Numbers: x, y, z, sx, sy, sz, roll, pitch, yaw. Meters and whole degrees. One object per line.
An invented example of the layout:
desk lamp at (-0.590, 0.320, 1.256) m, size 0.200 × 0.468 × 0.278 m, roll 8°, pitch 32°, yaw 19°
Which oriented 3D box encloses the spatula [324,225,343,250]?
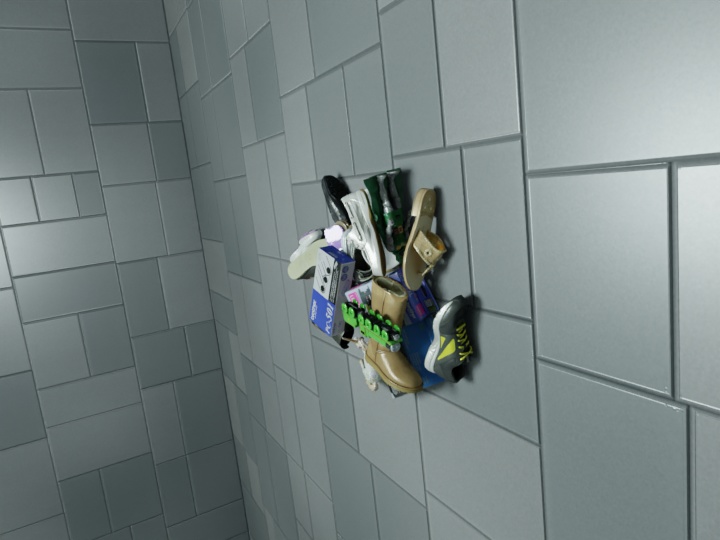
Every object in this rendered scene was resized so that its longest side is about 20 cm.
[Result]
spatula at (-0.032, -0.017, 1.336) m, size 0.056 × 0.021 × 0.200 m, roll -20°, pitch 101°, yaw 31°

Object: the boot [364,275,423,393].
boot at (0.074, 0.136, 1.118) m, size 0.175 × 0.066 × 0.200 m, roll 30°, pitch 124°, yaw 39°

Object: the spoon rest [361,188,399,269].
spoon rest at (0.043, -0.099, 1.208) m, size 0.061 × 0.099 × 0.200 m, roll 114°, pitch 147°, yaw -75°

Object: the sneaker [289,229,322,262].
sneaker at (-0.146, -0.055, 1.619) m, size 0.100 × 0.075 × 0.200 m, roll 51°, pitch 146°, yaw 9°

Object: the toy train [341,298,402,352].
toy train at (0.021, 0.114, 1.108) m, size 0.200 × 0.042 × 0.057 m, roll 29°, pitch 133°, yaw 54°

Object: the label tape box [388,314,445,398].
label tape box at (0.115, 0.199, 1.206) m, size 0.200 × 0.066 × 0.144 m, roll -45°, pitch 61°, yaw 60°

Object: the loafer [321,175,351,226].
loafer at (-0.055, -0.159, 1.386) m, size 0.070 × 0.068 × 0.201 m, roll -49°, pitch 60°, yaw 47°

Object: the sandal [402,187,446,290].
sandal at (0.138, -0.055, 1.060) m, size 0.070 × 0.078 × 0.212 m, roll 15°, pitch 105°, yaw 40°

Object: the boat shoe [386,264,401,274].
boat shoe at (0.065, 0.072, 1.263) m, size 0.065 × 0.072 × 0.200 m, roll -69°, pitch -10°, yaw -56°

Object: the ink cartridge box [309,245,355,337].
ink cartridge box at (-0.070, 0.050, 1.278) m, size 0.094 × 0.044 × 0.200 m, roll 34°, pitch 126°, yaw 41°

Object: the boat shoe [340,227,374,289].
boat shoe at (0.000, 0.000, 1.257) m, size 0.071 × 0.072 × 0.200 m, roll 16°, pitch 124°, yaw 65°

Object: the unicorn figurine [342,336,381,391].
unicorn figurine at (0.021, 0.216, 1.349) m, size 0.137 × 0.074 × 0.200 m, roll -108°, pitch -4°, yaw -74°

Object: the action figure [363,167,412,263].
action figure at (0.073, -0.111, 1.150) m, size 0.055 × 0.118 × 0.200 m, roll 8°, pitch 116°, yaw 49°

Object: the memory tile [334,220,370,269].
memory tile at (0.003, -0.023, 1.323) m, size 0.153 × 0.017 × 0.200 m, roll 17°, pitch 124°, yaw 44°

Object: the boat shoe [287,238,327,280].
boat shoe at (-0.124, -0.033, 1.537) m, size 0.201 × 0.063 × 0.074 m, roll -32°, pitch 68°, yaw 35°

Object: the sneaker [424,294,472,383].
sneaker at (0.190, 0.138, 1.053) m, size 0.085 × 0.074 × 0.200 m, roll 34°, pitch 134°, yaw 33°

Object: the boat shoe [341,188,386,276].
boat shoe at (0.005, -0.075, 1.152) m, size 0.071 × 0.069 × 0.200 m, roll 50°, pitch -156°, yaw -72°

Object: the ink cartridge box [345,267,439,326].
ink cartridge box at (0.066, 0.069, 1.180) m, size 0.200 × 0.042 × 0.120 m, roll -24°, pitch 94°, yaw 39°

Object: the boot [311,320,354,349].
boot at (-0.051, 0.085, 1.355) m, size 0.138 × 0.077 × 0.200 m, roll 36°, pitch 127°, yaw 45°
